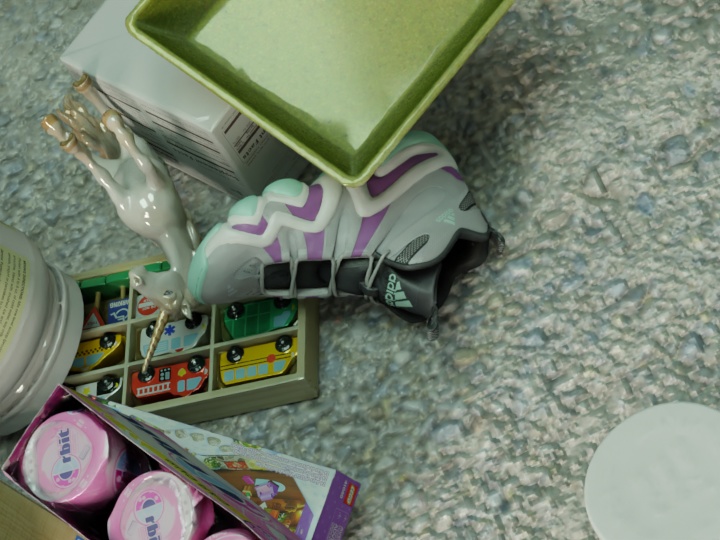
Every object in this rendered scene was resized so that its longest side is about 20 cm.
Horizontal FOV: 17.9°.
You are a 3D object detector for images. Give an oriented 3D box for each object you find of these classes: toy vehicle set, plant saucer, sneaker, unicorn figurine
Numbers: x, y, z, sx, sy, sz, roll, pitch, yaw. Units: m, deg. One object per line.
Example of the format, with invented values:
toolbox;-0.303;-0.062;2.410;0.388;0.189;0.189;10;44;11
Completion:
toy vehicle set;-0.123;0.045;1.546;0.199;0.027;0.125;-13;55;17
plant saucer;-0.016;-0.170;1.497;0.200;0.048;0.200;35;76;17
sneaker;0.000;0.000;1.469;0.199;0.078;0.140;-28;59;-15
unicorn figurine;-0.153;-0.051;1.540;0.074;0.138;0.200;-29;29;15

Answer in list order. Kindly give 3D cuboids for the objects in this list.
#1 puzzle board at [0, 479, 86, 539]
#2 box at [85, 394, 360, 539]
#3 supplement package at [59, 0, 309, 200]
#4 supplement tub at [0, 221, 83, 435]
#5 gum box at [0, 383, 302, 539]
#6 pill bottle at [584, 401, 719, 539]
puzzle board;-0.205;0.227;1.435;0.200;0.017;0.151;25;99;37
box;-0.111;0.168;1.436;0.199;0.039;0.137;14;79;31
supplement package;-0.079;-0.169;1.610;0.155;0.111;0.200;26;72;35
supplement tub;-0.298;0.017;1.515;0.145;0.200;0.146;-29;47;36
gum box;-0.101;0.155;1.344;0.200;0.113;0.066;33;89;32
pill bottle;0.190;0.155;1.217;0.109;0.200;0.110;-12;55;17
